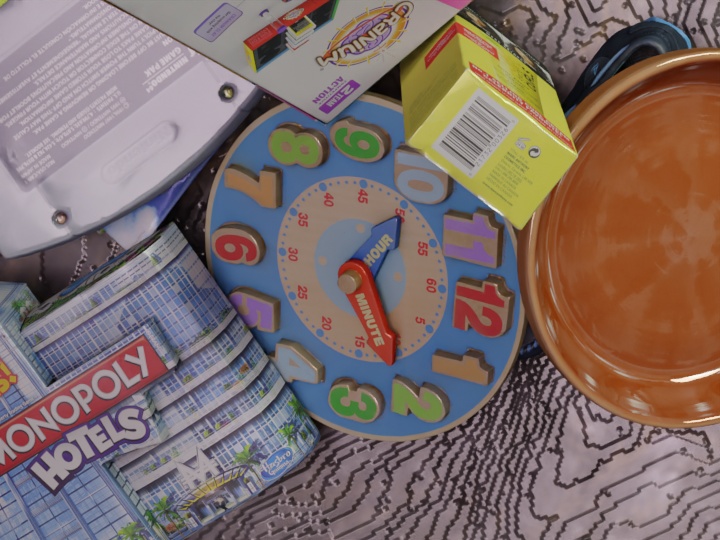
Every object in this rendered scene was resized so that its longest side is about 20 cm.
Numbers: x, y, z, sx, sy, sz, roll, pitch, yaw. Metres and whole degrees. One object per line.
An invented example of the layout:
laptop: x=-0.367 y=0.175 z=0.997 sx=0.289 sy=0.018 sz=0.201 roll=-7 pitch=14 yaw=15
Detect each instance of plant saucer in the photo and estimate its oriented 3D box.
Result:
plant saucer: x=0.173 y=-0.018 z=1.263 sx=0.199 sy=0.032 sz=0.202 roll=-5 pitch=106 yaw=-18

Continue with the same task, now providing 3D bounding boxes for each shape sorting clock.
shape sorting clock: x=0.000 y=0.000 z=1.314 sx=0.199 sy=0.039 sz=0.202 roll=9 pitch=113 yaw=22

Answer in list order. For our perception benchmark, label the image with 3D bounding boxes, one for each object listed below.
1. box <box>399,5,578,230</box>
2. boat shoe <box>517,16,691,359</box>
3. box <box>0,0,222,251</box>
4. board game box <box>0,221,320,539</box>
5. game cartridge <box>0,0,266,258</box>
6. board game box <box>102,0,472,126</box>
box: x=0.062 y=-0.085 z=1.230 sx=0.075 sy=0.200 sz=0.050 roll=37 pitch=104 yaw=-9
boat shoe: x=0.109 y=-0.046 z=1.296 sx=0.084 sy=0.069 sz=0.201 roll=22 pitch=101 yaw=10
box: x=-0.163 y=-0.118 z=1.362 sx=0.200 sy=0.048 sz=0.122 roll=41 pitch=104 yaw=5
board game box: x=-0.160 y=0.071 z=1.348 sx=0.199 sy=0.062 sz=0.200 roll=-32 pitch=102 yaw=19
game cartridge: x=-0.141 y=-0.102 z=1.316 sx=0.199 sy=0.041 sz=0.134 roll=-35 pitch=85 yaw=12
board game box: x=-0.028 y=-0.162 z=1.187 sx=0.153 sy=0.200 sz=0.040 roll=-39 pitch=55 yaw=19
